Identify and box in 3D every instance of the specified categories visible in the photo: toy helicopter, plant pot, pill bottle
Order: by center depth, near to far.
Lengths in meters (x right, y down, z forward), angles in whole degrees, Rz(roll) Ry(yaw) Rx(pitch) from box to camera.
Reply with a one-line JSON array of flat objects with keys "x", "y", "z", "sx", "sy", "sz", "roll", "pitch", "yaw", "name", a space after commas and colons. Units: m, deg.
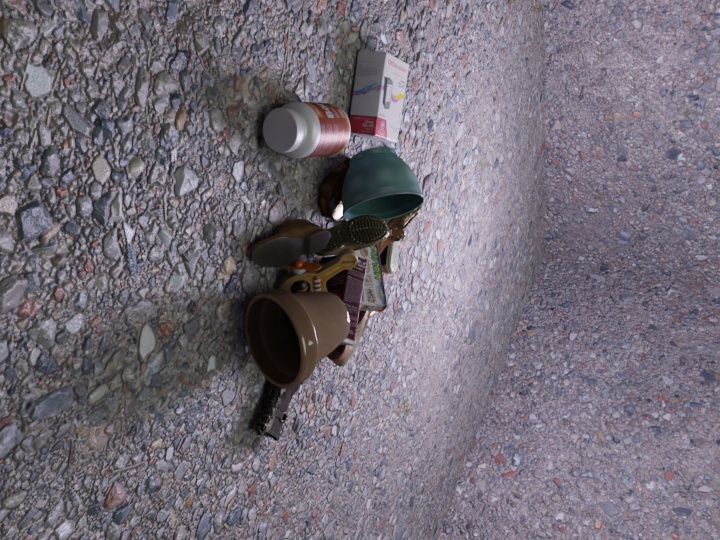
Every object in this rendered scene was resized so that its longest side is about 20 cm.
[{"x": -0.111, "y": -0.291, "z": 1.378, "sx": 0.199, "sy": 0.111, "sz": 0.114, "roll": -22, "pitch": 121, "yaw": -60, "name": "pill bottle"}, {"x": -0.119, "y": 0.124, "z": 1.397, "sx": 0.173, "sy": 0.199, "sz": 0.203, "roll": -17, "pitch": 117, "yaw": -42, "name": "plant pot"}, {"x": -0.099, "y": 0.007, "z": 1.484, "sx": 0.133, "sy": 0.198, "sz": 0.079, "roll": 53, "pitch": 10, "yaw": -35, "name": "toy helicopter"}, {"x": 0.042, "y": -0.210, "z": 1.587, "sx": 0.200, "sy": 0.198, "sz": 0.136, "roll": 12, "pitch": 64, "yaw": -64, "name": "plant pot"}]

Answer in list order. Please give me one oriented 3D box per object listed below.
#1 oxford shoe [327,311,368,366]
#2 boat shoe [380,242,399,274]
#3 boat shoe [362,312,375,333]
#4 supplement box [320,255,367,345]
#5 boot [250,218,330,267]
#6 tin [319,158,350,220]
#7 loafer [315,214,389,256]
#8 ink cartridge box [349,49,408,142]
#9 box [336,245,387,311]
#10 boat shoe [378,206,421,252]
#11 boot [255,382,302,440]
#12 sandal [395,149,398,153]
[{"x": -0.026, "y": 0.155, "z": 1.737, "sx": 0.201, "sy": 0.070, "sz": 0.075, "roll": -60, "pitch": 148, "yaw": -19, "name": "oxford shoe"}, {"x": 0.076, "y": -0.079, "z": 1.916, "sx": 0.075, "sy": 0.061, "sz": 0.202, "roll": 56, "pitch": 36, "yaw": -50, "name": "boat shoe"}, {"x": -0.001, "y": 0.109, "z": 1.831, "sx": 0.072, "sy": 0.064, "sz": 0.201, "roll": 53, "pitch": 54, "yaw": -37, "name": "boat shoe"}, {"x": -0.054, "y": 0.069, "z": 1.545, "sx": 0.060, "sy": 0.108, "sz": 0.203, "roll": 20, "pitch": 73, "yaw": -40, "name": "supplement box"}, {"x": -0.164, "y": -0.063, "z": 1.436, "sx": 0.198, "sy": 0.075, "sz": 0.074, "roll": -18, "pitch": 137, "yaw": -41, "name": "boot"}, {"x": -0.040, "y": -0.202, "z": 1.649, "sx": 0.200, "sy": 0.041, "sz": 0.113, "roll": -48, "pitch": 137, "yaw": -46, "name": "tin"}, {"x": -0.029, "y": -0.082, "z": 1.600, "sx": 0.067, "sy": 0.197, "sz": 0.077, "roll": 141, "pitch": -63, "yaw": -76, "name": "loafer"}, {"x": 0.045, "y": -0.432, "z": 1.672, "sx": 0.147, "sy": 0.085, "sz": 0.203, "roll": -7, "pitch": 108, "yaw": -63, "name": "ink cartridge box"}, {"x": 0.000, "y": 0.000, "z": 1.647, "sx": 0.109, "sy": 0.035, "sz": 0.203, "roll": 8, "pitch": 60, "yaw": -29, "name": "box"}, {"x": 0.093, "y": -0.111, "z": 1.797, "sx": 0.201, "sy": 0.068, "sz": 0.072, "roll": -57, "pitch": 176, "yaw": -7, "name": "boat shoe"}, {"x": -0.192, "y": 0.289, "z": 1.510, "sx": 0.176, "sy": 0.068, "sz": 0.201, "roll": -67, "pitch": 154, "yaw": -23, "name": "boot"}, {"x": 0.063, "y": -0.290, "z": 1.812, "sx": 0.199, "sy": 0.045, "sz": 0.076, "roll": -25, "pitch": 123, "yaw": -59, "name": "sandal"}]
